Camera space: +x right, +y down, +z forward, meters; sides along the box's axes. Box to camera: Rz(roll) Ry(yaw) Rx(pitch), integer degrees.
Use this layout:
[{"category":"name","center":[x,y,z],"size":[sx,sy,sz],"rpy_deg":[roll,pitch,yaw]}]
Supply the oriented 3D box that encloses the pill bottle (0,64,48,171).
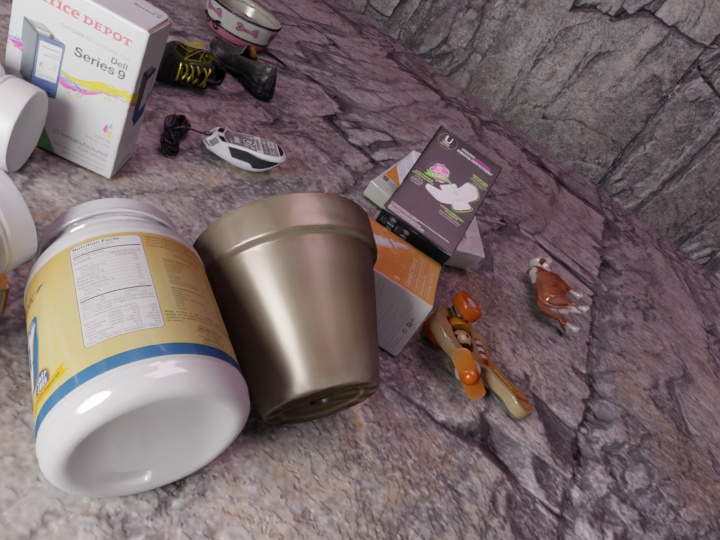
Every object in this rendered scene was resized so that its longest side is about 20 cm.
[{"category":"pill bottle","center":[-0.441,-0.187,0.547],"size":[0.197,0.114,0.114],"rpy_deg":[24,31,-19]}]

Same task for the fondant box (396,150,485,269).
[{"category":"fondant box","center":[0.152,-0.114,1.028],"size":[0.142,0.058,0.203],"rpy_deg":[12,58,-34]}]

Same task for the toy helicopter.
[{"category":"toy helicopter","center":[0.169,0.134,0.747],"size":[0.200,0.079,0.132],"rpy_deg":[46,23,-5]}]

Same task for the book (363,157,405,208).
[{"category":"book","center":[0.099,-0.156,1.117],"size":[0.133,0.048,0.200],"rpy_deg":[41,31,3]}]

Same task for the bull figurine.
[{"category":"bull figurine","center":[0.400,0.044,1.108],"size":[0.120,0.066,0.201],"rpy_deg":[31,30,0]}]

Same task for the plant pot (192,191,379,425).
[{"category":"plant pot","center":[-0.060,0.050,0.541],"size":[0.197,0.200,0.176],"rpy_deg":[6,56,-40]}]

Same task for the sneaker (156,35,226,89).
[{"category":"sneaker","center":[-0.312,-0.376,0.987],"size":[0.084,0.075,0.200],"rpy_deg":[34,30,-1]}]

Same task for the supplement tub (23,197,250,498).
[{"category":"supplement tub","center":[-0.183,0.053,0.430],"size":[0.143,0.146,0.201],"rpy_deg":[5,40,-40]}]

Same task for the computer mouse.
[{"category":"computer mouse","center":[-0.215,-0.194,0.859],"size":[0.197,0.044,0.110],"rpy_deg":[12,31,-24]}]

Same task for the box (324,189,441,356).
[{"category":"box","center":[0.000,0.000,0.738],"size":[0.198,0.098,0.125],"rpy_deg":[32,30,-3]}]

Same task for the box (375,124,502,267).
[{"category":"box","center":[0.110,-0.095,0.860],"size":[0.123,0.149,0.201],"rpy_deg":[35,61,2]}]

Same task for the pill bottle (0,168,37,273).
[{"category":"pill bottle","center":[-0.323,-0.004,0.337],"size":[0.112,0.113,0.200],"rpy_deg":[38,38,8]}]

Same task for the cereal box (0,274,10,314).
[{"category":"cereal box","center":[-0.402,-0.015,0.412],"size":[0.198,0.040,0.144],"rpy_deg":[-8,52,-51]}]

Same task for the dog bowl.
[{"category":"dog bowl","center":[-0.306,-0.636,1.369],"size":[0.197,0.074,0.202],"rpy_deg":[25,30,-16]}]

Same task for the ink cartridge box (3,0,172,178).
[{"category":"ink cartridge box","center":[-0.330,-0.238,0.643],"size":[0.143,0.201,0.088],"rpy_deg":[25,30,-15]}]

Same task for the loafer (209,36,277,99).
[{"category":"loafer","center":[-0.249,-0.457,1.168],"size":[0.200,0.073,0.072],"rpy_deg":[42,32,14]}]
